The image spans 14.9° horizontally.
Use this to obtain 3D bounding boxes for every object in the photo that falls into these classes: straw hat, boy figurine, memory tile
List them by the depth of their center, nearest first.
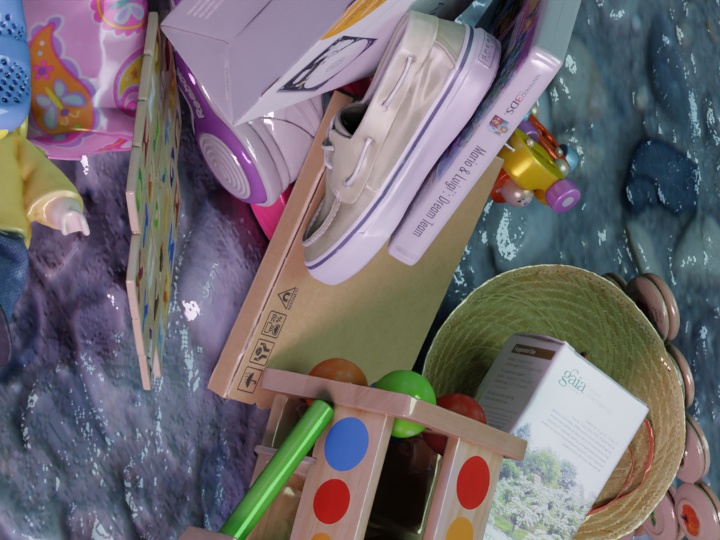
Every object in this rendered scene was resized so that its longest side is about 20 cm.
[{"bbox_3d":[-0.203,-0.038,1.464,0.065,0.123,0.201,92,2,-48],"label":"boy figurine"},{"bbox_3d":[0.116,0.095,1.883,0.200,0.085,0.203,0,91,-18],"label":"straw hat"},{"bbox_3d":[0.194,0.099,1.949,0.017,0.153,0.201,-18,99,-25],"label":"memory tile"}]

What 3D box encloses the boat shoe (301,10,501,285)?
[{"bbox_3d":[0.011,-0.075,1.611,0.062,0.200,0.072,27,35,-11],"label":"boat shoe"}]

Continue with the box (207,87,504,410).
[{"bbox_3d":[0.000,0.000,1.732,0.163,0.021,0.201,18,97,-51],"label":"box"}]

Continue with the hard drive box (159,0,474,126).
[{"bbox_3d":[0.005,-0.176,1.577,0.077,0.156,0.200,53,36,8],"label":"hard drive box"}]

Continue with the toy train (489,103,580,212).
[{"bbox_3d":[0.082,-0.101,1.895,0.200,0.056,0.151,42,14,-33],"label":"toy train"}]

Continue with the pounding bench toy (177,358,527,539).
[{"bbox_3d":[-0.016,0.129,1.653,0.199,0.124,0.157,23,79,-49],"label":"pounding bench toy"}]

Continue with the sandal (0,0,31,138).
[{"bbox_3d":[-0.210,-0.164,1.449,0.079,0.087,0.201,4,62,-44],"label":"sandal"}]

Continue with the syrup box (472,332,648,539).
[{"bbox_3d":[0.093,0.146,1.786,0.079,0.081,0.201,36,78,-21],"label":"syrup box"}]

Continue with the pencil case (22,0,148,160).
[{"bbox_3d":[-0.164,-0.165,1.560,0.087,0.087,0.202,3,82,-53],"label":"pencil case"}]

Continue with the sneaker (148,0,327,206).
[{"bbox_3d":[-0.075,-0.143,1.664,0.099,0.075,0.201,-37,119,-27],"label":"sneaker"}]

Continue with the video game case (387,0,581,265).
[{"bbox_3d":[0.085,-0.123,1.635,0.024,0.182,0.201,29,41,-8],"label":"video game case"}]

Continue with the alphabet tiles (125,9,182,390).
[{"bbox_3d":[-0.116,-0.042,1.570,0.167,0.006,0.201,87,5,-51],"label":"alphabet tiles"}]

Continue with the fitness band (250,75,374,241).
[{"bbox_3d":[-0.011,-0.055,1.788,0.201,0.037,0.144,57,47,-30],"label":"fitness band"}]
